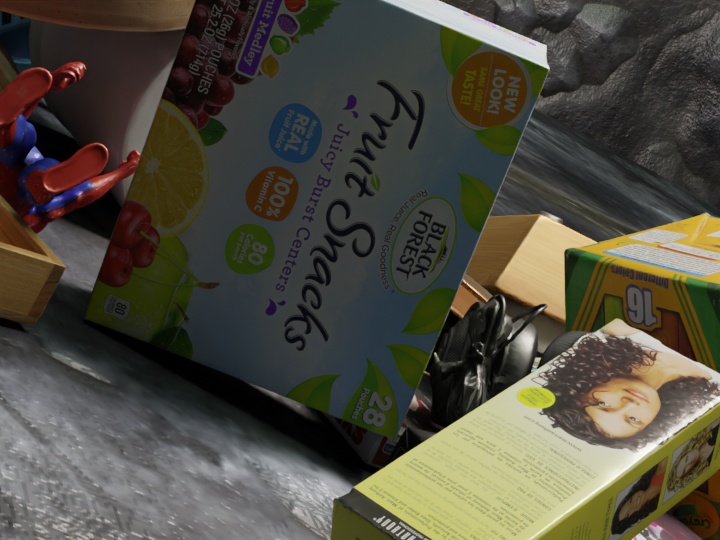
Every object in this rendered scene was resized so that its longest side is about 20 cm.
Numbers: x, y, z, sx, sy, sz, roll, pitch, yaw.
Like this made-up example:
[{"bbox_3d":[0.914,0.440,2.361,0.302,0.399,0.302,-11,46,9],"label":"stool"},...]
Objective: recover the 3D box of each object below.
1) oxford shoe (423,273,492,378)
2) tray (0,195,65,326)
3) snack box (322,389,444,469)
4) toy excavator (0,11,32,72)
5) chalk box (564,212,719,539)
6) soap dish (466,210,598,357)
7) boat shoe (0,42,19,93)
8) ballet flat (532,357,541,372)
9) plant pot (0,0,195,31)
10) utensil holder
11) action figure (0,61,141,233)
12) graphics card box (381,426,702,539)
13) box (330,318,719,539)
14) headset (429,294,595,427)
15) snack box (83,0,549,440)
[{"bbox_3d":[0.000,0.000,1.090,0.199,0.072,0.071,32,16,-5],"label":"oxford shoe"},{"bbox_3d":[-0.227,-0.047,0.921,0.098,0.037,0.200,19,15,-44],"label":"tray"},{"bbox_3d":[-0.009,0.054,1.070,0.072,0.024,0.200,21,15,-36],"label":"snack box"},{"bbox_3d":[-0.195,-0.151,1.311,0.193,0.202,0.100,-17,22,-5],"label":"toy excavator"},{"bbox_3d":[0.196,0.083,1.086,0.123,0.202,0.124,-13,17,-37],"label":"chalk box"},{"bbox_3d":[0.126,0.024,1.267,0.156,0.082,0.200,25,-6,-15],"label":"soap dish"},{"bbox_3d":[-0.253,-0.111,1.059,0.200,0.071,0.077,41,42,-55],"label":"boat shoe"},{"bbox_3d":[0.138,0.101,1.177,0.199,0.070,0.069,25,12,-33],"label":"ballet flat"},{"bbox_3d":[-0.149,-0.212,1.090,0.199,0.093,0.201,8,27,-4],"label":"plant pot"},{"bbox_3d":[-0.098,-0.111,1.194,0.169,0.171,0.200,23,15,-31],"label":"utensil holder"},{"bbox_3d":[-0.143,-0.066,0.963,0.065,0.099,0.200,55,-19,-5],"label":"action figure"},{"bbox_3d":[0.107,0.140,0.935,0.199,0.051,0.125,17,18,-46],"label":"graphics card box"},{"bbox_3d":[0.077,0.090,0.833,0.075,0.050,0.199,28,39,30],"label":"box"},{"bbox_3d":[0.085,0.068,0.977,0.123,0.095,0.200,10,-21,22],"label":"headset"},{"bbox_3d":[-0.021,-0.043,0.950,0.167,0.201,0.068,22,18,-3],"label":"snack box"}]
